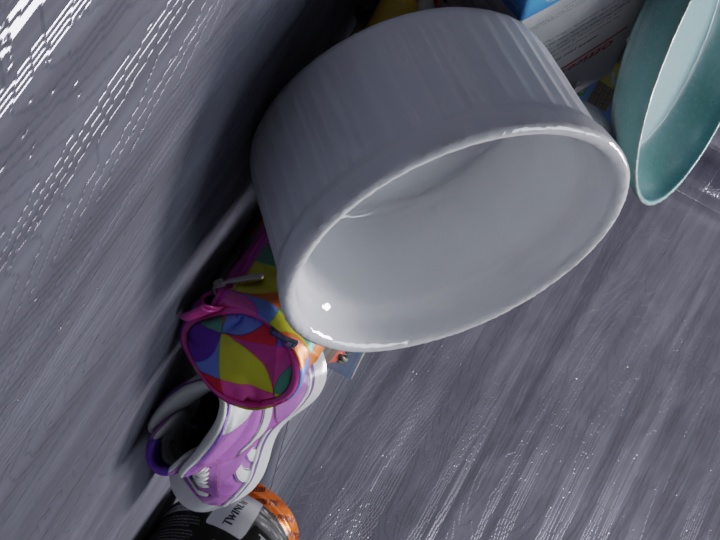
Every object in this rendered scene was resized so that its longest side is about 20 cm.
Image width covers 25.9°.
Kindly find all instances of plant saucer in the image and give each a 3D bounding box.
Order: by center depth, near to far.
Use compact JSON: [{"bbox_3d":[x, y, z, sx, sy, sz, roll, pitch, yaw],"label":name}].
[{"bbox_3d":[0.204,-0.139,0.974,0.200,0.036,0.201,-47,153,-34],"label":"plant saucer"}]

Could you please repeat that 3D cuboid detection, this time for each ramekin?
[{"bbox_3d":[0.036,-0.050,0.851,0.199,0.098,0.201,-18,152,-10],"label":"ramekin"}]

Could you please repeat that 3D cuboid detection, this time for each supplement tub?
[{"bbox_3d":[-0.131,0.263,1.238,0.200,0.122,0.123,-57,173,-46],"label":"supplement tub"}]

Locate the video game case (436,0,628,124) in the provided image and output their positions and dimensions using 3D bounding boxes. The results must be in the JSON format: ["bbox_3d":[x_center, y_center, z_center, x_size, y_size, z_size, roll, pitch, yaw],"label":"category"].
[{"bbox_3d":[0.090,-0.116,1.012,0.144,0.199,0.017,-61,-161,0],"label":"video game case"}]

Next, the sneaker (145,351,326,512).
[{"bbox_3d":[-0.111,0.114,1.041,0.114,0.073,0.201,-28,160,-41],"label":"sneaker"}]

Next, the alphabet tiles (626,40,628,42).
[{"bbox_3d":[0.130,-0.176,1.174,0.008,0.201,0.167,-25,159,-23],"label":"alphabet tiles"}]

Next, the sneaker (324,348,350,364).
[{"bbox_3d":[-0.043,0.060,1.137,0.201,0.081,0.077,-62,-162,10],"label":"sneaker"}]

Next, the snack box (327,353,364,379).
[{"bbox_3d":[0.021,-0.030,1.417,0.169,0.067,0.201,115,0,-47],"label":"snack box"}]

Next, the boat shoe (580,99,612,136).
[{"bbox_3d":[0.077,-0.026,0.973,0.200,0.071,0.070,-39,-167,33],"label":"boat shoe"}]

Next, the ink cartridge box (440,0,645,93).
[{"bbox_3d":[0.110,-0.164,0.924,0.116,0.068,0.200,-31,163,-16],"label":"ink cartridge box"}]

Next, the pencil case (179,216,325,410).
[{"bbox_3d":[-0.037,-0.003,0.974,0.200,0.088,0.089,-57,173,-47],"label":"pencil case"}]

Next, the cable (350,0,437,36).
[{"bbox_3d":[0.048,-0.198,0.905,0.201,0.050,0.097,-62,169,24],"label":"cable"}]
